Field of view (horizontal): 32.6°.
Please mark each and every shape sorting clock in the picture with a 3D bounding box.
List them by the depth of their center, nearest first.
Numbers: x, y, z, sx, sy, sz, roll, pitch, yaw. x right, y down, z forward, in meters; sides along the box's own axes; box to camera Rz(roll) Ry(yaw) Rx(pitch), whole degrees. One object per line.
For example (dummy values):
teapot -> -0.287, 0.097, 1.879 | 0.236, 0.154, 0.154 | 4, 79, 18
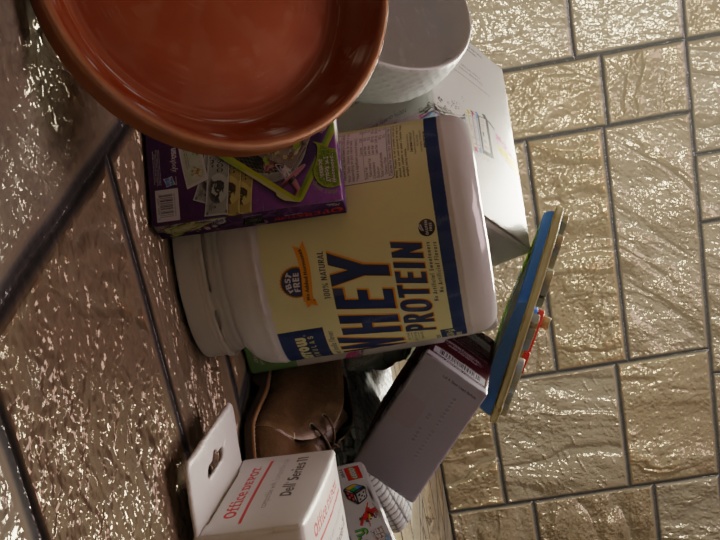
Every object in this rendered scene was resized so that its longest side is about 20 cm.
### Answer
shape sorting clock -> 0.151, 0.040, 1.099 | 0.200, 0.039, 0.202 | 21, 90, -86

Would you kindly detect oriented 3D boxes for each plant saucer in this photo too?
plant saucer -> -0.077, -0.155, 0.627 | 0.032, 0.198, 0.203 | -20, -105, 57

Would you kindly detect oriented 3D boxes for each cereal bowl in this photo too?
cereal bowl -> -0.011, -0.211, 1.011 | 0.083, 0.198, 0.202 | -52, -148, 43

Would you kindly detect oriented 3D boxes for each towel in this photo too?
towel -> -0.020, 0.133, 1.142 | 0.166, 0.085, 0.202 | 60, 16, -55

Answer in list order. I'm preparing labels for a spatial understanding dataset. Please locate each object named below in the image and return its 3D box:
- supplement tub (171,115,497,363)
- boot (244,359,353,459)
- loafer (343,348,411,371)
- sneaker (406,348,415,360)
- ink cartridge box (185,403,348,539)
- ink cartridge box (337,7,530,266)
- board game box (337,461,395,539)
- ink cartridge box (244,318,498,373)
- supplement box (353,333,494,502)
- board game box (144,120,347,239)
supplement tub -> -0.015, -0.018, 0.825 | 0.145, 0.197, 0.147 | -9, 90, -85
boot -> -0.045, 0.127, 0.936 | 0.201, 0.074, 0.074 | -90, 171, -55
loafer -> 0.028, 0.052, 1.094 | 0.200, 0.069, 0.071 | -30, 102, -80
sneaker -> 0.034, 0.038, 1.252 | 0.085, 0.198, 0.075 | -61, 150, -25
ink cartridge box -> -0.046, 0.189, 0.754 | 0.117, 0.066, 0.202 | -61, 142, -74
ink cartridge box -> 0.049, -0.102, 1.127 | 0.144, 0.146, 0.202 | 26, 49, -46
board game box -> -0.003, 0.256, 0.920 | 0.201, 0.034, 0.127 | 99, -25, -43
ink cartridge box -> 0.000, 0.000, 0.952 | 0.068, 0.197, 0.118 | -90, 169, -60
supplement box -> 0.058, 0.106, 1.033 | 0.109, 0.061, 0.200 | -57, 178, 10
board game box -> -0.078, -0.126, 0.772 | 0.032, 0.118, 0.202 | 62, 20, -72
